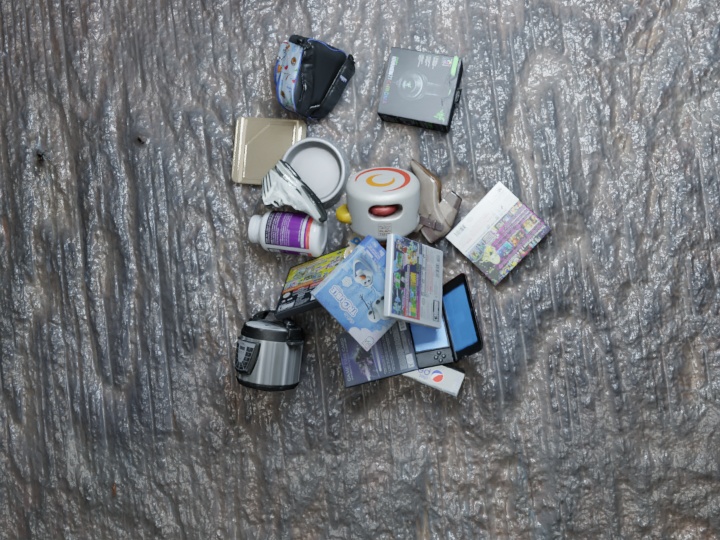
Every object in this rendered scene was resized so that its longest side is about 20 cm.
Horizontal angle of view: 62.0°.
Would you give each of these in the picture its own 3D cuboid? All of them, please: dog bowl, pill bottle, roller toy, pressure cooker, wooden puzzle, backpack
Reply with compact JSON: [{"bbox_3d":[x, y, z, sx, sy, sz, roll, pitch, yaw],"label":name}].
[{"bbox_3d":[-0.126,-0.264,1.611,0.199,0.059,0.201,0,92,3],"label":"dog bowl"},{"bbox_3d":[-0.195,-0.102,1.614,0.199,0.112,0.113,8,92,12],"label":"pill bottle"},{"bbox_3d":[0.055,-0.161,1.489,0.182,0.200,0.140,26,133,37],"label":"roller toy"},{"bbox_3d":[-0.239,0.206,1.597,0.175,0.179,0.201,8,93,-1],"label":"pressure cooker"},{"bbox_3d":[-0.253,-0.329,1.668,0.199,0.037,0.186,6,92,7],"label":"wooden puzzle"},{"bbox_3d":[-0.138,-0.500,1.568,0.154,0.199,0.192,24,104,42],"label":"backpack"}]

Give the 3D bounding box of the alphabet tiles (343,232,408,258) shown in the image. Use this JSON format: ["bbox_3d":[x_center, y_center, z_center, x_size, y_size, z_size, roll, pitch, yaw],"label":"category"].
[{"bbox_3d":[0.059,-0.043,1.559,0.195,0.015,0.201,23,71,-10],"label":"alphabet tiles"}]

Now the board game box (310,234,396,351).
[{"bbox_3d":[0.017,0.056,1.446,0.199,0.043,0.200,-45,110,-6],"label":"board game box"}]

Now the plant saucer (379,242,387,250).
[{"bbox_3d":[0.067,0.030,1.512,0.199,0.032,0.202,0,90,-10],"label":"plant saucer"}]

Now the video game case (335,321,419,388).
[{"bbox_3d":[0.040,0.208,1.537,0.199,0.019,0.144,-18,70,17],"label":"video game case"}]

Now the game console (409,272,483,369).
[{"bbox_3d":[0.196,0.128,1.498,0.171,0.119,0.201,-10,69,0],"label":"game console"}]

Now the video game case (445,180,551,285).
[{"bbox_3d":[0.351,-0.095,1.535,0.181,0.036,0.200,44,99,9],"label":"video game case"}]

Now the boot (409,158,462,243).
[{"bbox_3d":[0.164,-0.175,1.564,0.200,0.070,0.146,46,111,20],"label":"boot"}]

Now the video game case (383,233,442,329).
[{"bbox_3d":[0.130,0.029,1.447,0.023,0.182,0.201,-13,67,48],"label":"video game case"}]

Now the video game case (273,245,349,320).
[{"bbox_3d":[-0.121,0.032,1.557,0.199,0.181,0.026,-19,127,27],"label":"video game case"}]

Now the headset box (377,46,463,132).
[{"bbox_3d":[0.162,-0.462,1.545,0.199,0.093,0.175,14,94,11],"label":"headset box"}]

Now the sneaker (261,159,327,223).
[{"bbox_3d":[-0.181,-0.179,1.561,0.115,0.076,0.201,-41,82,12],"label":"sneaker"}]

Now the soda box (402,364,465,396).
[{"bbox_3d":[0.169,0.258,1.560,0.199,0.068,0.064,20,92,11],"label":"soda box"}]
